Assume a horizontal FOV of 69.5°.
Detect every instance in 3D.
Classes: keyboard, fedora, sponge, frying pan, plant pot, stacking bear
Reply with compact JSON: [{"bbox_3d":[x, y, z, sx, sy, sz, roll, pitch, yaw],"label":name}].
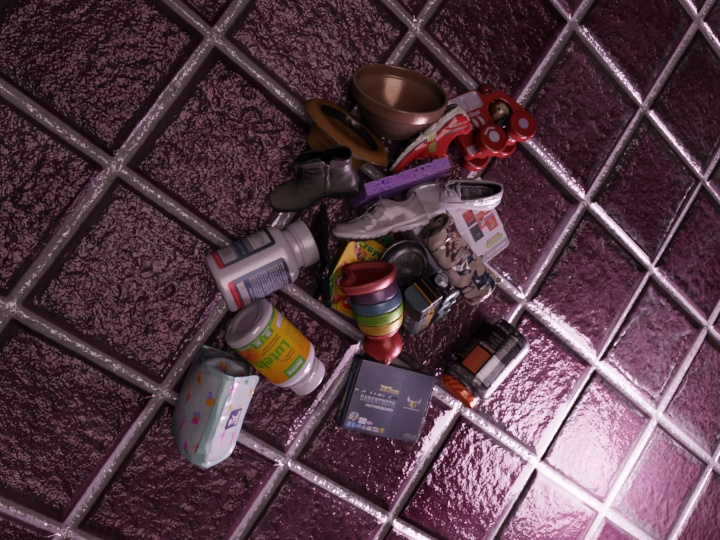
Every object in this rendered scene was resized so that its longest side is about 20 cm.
[{"bbox_3d":[-0.071,-0.033,1.019,0.020,0.127,0.202,-3,73,-3],"label":"keyboard"},{"bbox_3d":[-0.040,-0.256,1.038,0.200,0.201,0.082,30,120,-21],"label":"fedora"},{"bbox_3d":[0.081,-0.183,1.094,0.198,0.112,0.030,-20,88,-17],"label":"sponge"},{"bbox_3d":[0.074,0.025,1.099,0.114,0.031,0.191,24,104,-29],"label":"frying pan"},{"bbox_3d":[0.072,-0.334,1.063,0.199,0.202,0.093,-5,138,-20],"label":"plant pot"},{"bbox_3d":[0.035,0.093,1.057,0.113,0.122,0.202,-9,113,7],"label":"stacking bear"}]

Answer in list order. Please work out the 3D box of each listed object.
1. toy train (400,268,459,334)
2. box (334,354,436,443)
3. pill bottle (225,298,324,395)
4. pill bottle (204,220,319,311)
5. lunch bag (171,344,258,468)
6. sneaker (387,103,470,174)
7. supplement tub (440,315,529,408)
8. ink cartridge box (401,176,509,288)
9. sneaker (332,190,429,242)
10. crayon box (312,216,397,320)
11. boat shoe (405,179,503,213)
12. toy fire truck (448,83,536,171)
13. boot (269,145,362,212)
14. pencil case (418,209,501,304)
[{"bbox_3d":[0.137,0.073,1.112,0.113,0.200,0.085,-31,69,-17],"label":"toy train"},{"bbox_3d":[0.058,0.290,1.169,0.198,0.051,0.159,18,88,-21],"label":"box"},{"bbox_3d":[-0.162,0.160,1.034,0.111,0.111,0.200,-47,120,-10],"label":"pill bottle"},{"bbox_3d":[-0.186,-0.016,1.009,0.199,0.119,0.120,-26,104,-16],"label":"pill bottle"},{"bbox_3d":[-0.271,0.247,0.962,0.121,0.200,0.172,22,87,-21],"label":"lunch bag"},{"bbox_3d":[0.147,-0.260,1.099,0.199,0.077,0.085,-37,109,17],"label":"sneaker"},{"bbox_3d":[0.287,0.214,1.209,0.200,0.122,0.123,-45,108,-10],"label":"supplement tub"},{"bbox_3d":[0.211,-0.083,1.168,0.199,0.084,0.176,-34,106,-13],"label":"ink cartridge box"},{"bbox_3d":[0.036,-0.108,1.053,0.198,0.075,0.083,-14,91,-11],"label":"sneaker"},{"bbox_3d":[0.000,0.000,1.117,0.126,0.051,0.201,29,85,-20],"label":"crayon box"},{"bbox_3d":[0.195,-0.158,1.073,0.198,0.069,0.073,6,71,1],"label":"boat shoe"},{"bbox_3d":[0.283,-0.334,1.165,0.199,0.112,0.169,-27,86,-17],"label":"toy fire truck"},{"bbox_3d":[-0.100,-0.181,0.988,0.198,0.131,0.068,-11,65,11],"label":"boot"},{"bbox_3d":[0.206,-0.027,1.086,0.089,0.078,0.200,-37,108,7],"label":"pencil case"}]
